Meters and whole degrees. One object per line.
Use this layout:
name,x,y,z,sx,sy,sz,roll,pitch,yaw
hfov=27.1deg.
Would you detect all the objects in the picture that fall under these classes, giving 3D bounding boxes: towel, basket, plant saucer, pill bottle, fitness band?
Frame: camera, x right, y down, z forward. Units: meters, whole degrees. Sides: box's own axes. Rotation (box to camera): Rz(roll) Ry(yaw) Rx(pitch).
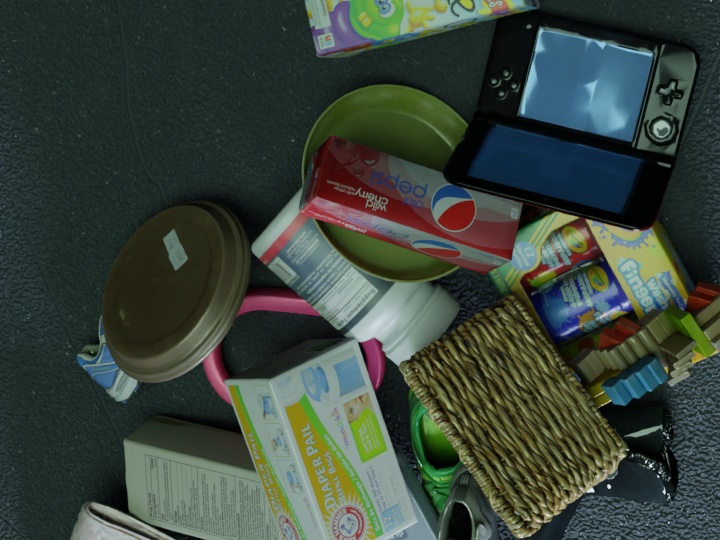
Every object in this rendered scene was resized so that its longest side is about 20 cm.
towel,-0.250,0.360,1.697,0.190,0.032,0.201,27,133,0
basket,0.130,0.153,1.440,0.201,0.148,0.143,53,157,11
plant saucer,0.034,-0.082,1.456,0.200,0.200,0.031,41,157,-4
plant saucer,-0.195,0.016,1.527,0.199,0.201,0.029,-34,139,21
pill bottle,0.000,0.000,1.502,0.200,0.120,0.120,42,113,-4
fitness band,-0.072,0.091,1.596,0.198,0.037,0.145,5,110,10

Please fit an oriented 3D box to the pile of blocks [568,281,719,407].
pile of blocks,0.269,0.070,1.405,0.199,0.082,0.062,-34,103,21

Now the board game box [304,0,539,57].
board game box,0.054,-0.271,1.393,0.198,0.105,0.104,-12,94,17

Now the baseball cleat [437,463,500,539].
baseball cleat,0.110,0.294,1.524,0.069,0.107,0.201,2,122,26

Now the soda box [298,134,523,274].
soda box,0.047,-0.059,1.398,0.198,0.070,0.064,17,75,-14

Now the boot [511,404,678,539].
boot,0.243,0.232,1.550,0.167,0.076,0.202,3,104,16

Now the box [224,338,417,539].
box,-0.039,0.182,1.503,0.101,0.112,0.202,-7,105,59

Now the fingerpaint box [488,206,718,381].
fingerpaint box,0.236,0.020,1.479,0.166,0.073,0.201,-26,102,19

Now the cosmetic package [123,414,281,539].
cosmetic package,-0.154,0.232,1.621,0.198,0.071,0.106,11,115,24

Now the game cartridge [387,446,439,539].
game cartridge,-0.006,0.279,1.626,0.199,0.040,0.134,-24,96,33

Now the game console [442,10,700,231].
game console,0.197,-0.144,1.381,0.198,0.119,0.174,15,99,13

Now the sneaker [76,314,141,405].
sneaker,-0.235,0.053,1.598,0.077,0.076,0.201,34,111,-4

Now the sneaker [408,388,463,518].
sneaker,0.089,0.211,1.574,0.073,0.084,0.202,-15,106,13
